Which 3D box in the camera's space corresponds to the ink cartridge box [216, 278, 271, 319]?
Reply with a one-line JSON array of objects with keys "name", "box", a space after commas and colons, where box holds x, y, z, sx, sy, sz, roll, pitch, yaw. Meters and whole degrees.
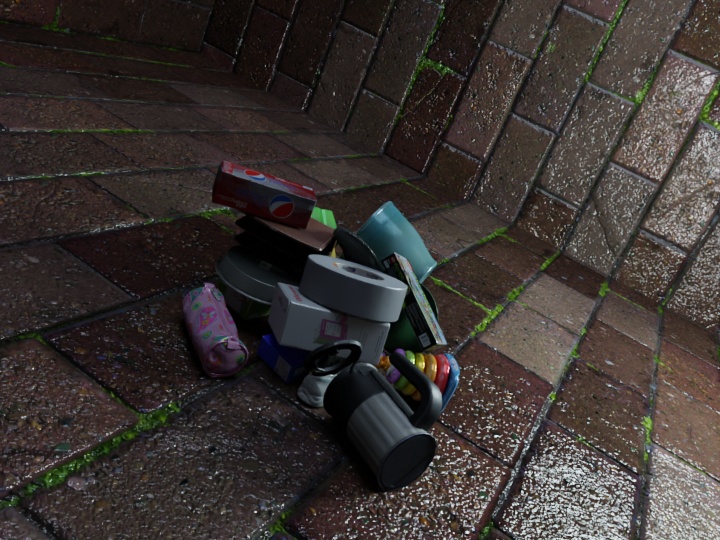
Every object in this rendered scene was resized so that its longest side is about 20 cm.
[{"name": "ink cartridge box", "box": [-0.184, 0.063, 1.485, 0.199, 0.077, 0.147, 36, 23, 24]}]

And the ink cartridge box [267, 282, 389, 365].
[{"name": "ink cartridge box", "box": [-0.064, 0.097, 1.320, 0.197, 0.086, 0.144, 16, 8, -19]}]

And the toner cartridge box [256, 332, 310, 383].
[{"name": "toner cartridge box", "box": [-0.098, 0.151, 1.377, 0.095, 0.044, 0.199, 41, 31, 27]}]

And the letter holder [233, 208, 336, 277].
[{"name": "letter holder", "box": [-0.164, -0.063, 1.455, 0.198, 0.102, 0.142, 27, 22, 6]}]

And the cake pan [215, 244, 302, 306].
[{"name": "cake pan", "box": [-0.197, 0.006, 1.443, 0.197, 0.037, 0.201, 22, 20, -8]}]

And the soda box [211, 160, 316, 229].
[{"name": "soda box", "box": [-0.190, -0.149, 1.396, 0.197, 0.071, 0.064, 16, 26, -19]}]

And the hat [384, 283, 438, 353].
[{"name": "hat", "box": [0.044, 0.116, 1.485, 0.166, 0.201, 0.175, 46, 24, 25]}]

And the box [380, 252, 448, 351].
[{"name": "box", "box": [0.111, 0.066, 1.437, 0.202, 0.034, 0.110, 65, 14, 13]}]

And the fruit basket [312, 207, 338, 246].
[{"name": "fruit basket", "box": [-0.152, -0.064, 1.798, 0.213, 0.155, 0.219, 13, 65, -31]}]

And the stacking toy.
[{"name": "stacking toy", "box": [0.087, 0.197, 1.394, 0.197, 0.111, 0.116, 22, 20, -14]}]

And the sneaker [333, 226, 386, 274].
[{"name": "sneaker", "box": [0.000, 0.000, 1.460, 0.201, 0.090, 0.076, 52, -3, -15]}]

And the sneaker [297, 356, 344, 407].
[{"name": "sneaker", "box": [-0.032, 0.197, 1.320, 0.070, 0.081, 0.199, 33, 20, 29]}]

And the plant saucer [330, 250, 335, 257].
[{"name": "plant saucer", "box": [-0.133, -0.041, 1.628, 0.198, 0.201, 0.049, 28, 65, 11]}]

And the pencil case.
[{"name": "pencil case", "box": [-0.266, 0.104, 1.275, 0.086, 0.088, 0.200, 11, 25, -31]}]

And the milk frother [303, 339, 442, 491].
[{"name": "milk frother", "box": [0.011, 0.224, 1.146, 0.198, 0.183, 0.188, 11, 23, -40]}]

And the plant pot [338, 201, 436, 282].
[{"name": "plant pot", "box": [0.076, -0.029, 1.710, 0.188, 0.201, 0.200, 42, 23, 7]}]

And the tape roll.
[{"name": "tape roll", "box": [-0.013, 0.032, 1.331, 0.197, 0.067, 0.200, 18, 8, -2]}]
